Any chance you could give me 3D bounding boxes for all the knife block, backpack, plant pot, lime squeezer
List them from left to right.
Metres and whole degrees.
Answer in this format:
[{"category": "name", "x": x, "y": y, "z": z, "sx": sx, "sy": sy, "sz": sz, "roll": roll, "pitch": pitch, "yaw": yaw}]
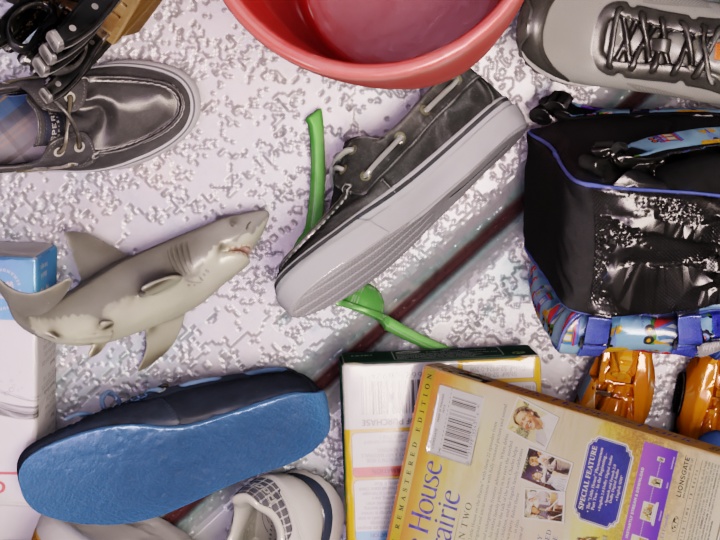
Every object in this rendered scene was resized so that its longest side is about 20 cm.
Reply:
[{"category": "knife block", "x": -0.137, "y": -0.193, "z": 0.994, "sx": 0.064, "sy": 0.176, "sz": 0.200, "roll": 38, "pitch": 97, "yaw": -6}, {"category": "lime squeezer", "x": 0.000, "y": 0.000, "z": 1.100, "sx": 0.071, "sy": 0.038, "sz": 0.201, "roll": -38, "pitch": 97, "yaw": -27}, {"category": "plant pot", "x": 0.019, "y": -0.191, "z": 0.978, "sx": 0.199, "sy": 0.177, "sz": 0.202, "roll": -1, "pitch": 84, "yaw": 8}, {"category": "backpack", "x": 0.206, "y": -0.028, "z": 1.021, "sx": 0.198, "sy": 0.183, "sz": 0.136, "roll": 0, "pitch": 106, "yaw": -6}]

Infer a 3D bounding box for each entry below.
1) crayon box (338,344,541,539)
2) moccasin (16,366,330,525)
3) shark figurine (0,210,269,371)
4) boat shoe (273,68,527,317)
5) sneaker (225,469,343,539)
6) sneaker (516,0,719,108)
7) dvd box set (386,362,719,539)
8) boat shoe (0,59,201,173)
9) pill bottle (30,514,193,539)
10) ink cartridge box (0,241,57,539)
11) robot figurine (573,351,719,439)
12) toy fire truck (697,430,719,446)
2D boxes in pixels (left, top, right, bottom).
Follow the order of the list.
[{"category": "crayon box", "x": 0.052, "y": 0.152, "z": 1.086, "sx": 0.125, "sy": 0.052, "sz": 0.202, "roll": -2, "pitch": 95, "yaw": -3}, {"category": "moccasin", "x": -0.119, "y": 0.111, "z": 1.083, "sx": 0.198, "sy": 0.068, "sz": 0.081, "roll": -9, "pitch": 114, "yaw": -14}, {"category": "shark figurine", "x": -0.169, "y": 0.004, "z": 1.053, "sx": 0.090, "sy": 0.214, "sz": 0.128, "roll": 52, "pitch": 127, "yaw": 21}, {"category": "boat shoe", "x": 0.013, "y": -0.052, "z": 1.060, "sx": 0.200, "sy": 0.072, "sz": 0.071, "roll": -40, "pitch": 78, "yaw": -19}, {"category": "sneaker", "x": -0.067, "y": 0.229, "z": 1.096, "sx": 0.076, "sy": 0.080, "sz": 0.202, "roll": 7, "pitch": 94, "yaw": 27}, {"category": "sneaker", "x": 0.186, "y": -0.138, "z": 1.024, "sx": 0.198, "sy": 0.079, "sz": 0.075, "roll": 6, "pitch": 99, "yaw": -21}, {"category": "dvd box set", "x": 0.113, "y": 0.150, "z": 0.997, "sx": 0.199, "sy": 0.029, "sz": 0.148, "roll": 15, "pitch": 97, "yaw": 27}, {"category": "boat shoe", "x": -0.200, "y": -0.093, "z": 1.065, "sx": 0.198, "sy": 0.066, "sz": 0.071, "roll": -3, "pitch": 99, "yaw": 1}, {"category": "pill bottle", "x": -0.181, "y": 0.257, "z": 1.093, "sx": 0.116, "sy": 0.116, "sz": 0.201, "roll": 21, "pitch": 99, "yaw": -3}, {"category": "ink cartridge box", "x": -0.256, "y": 0.084, "z": 1.092, "sx": 0.115, "sy": 0.067, "sz": 0.202, "roll": 1, "pitch": 98, "yaw": -1}, {"category": "robot figurine", "x": 0.187, "y": 0.138, "z": 1.102, "sx": 0.144, "sy": 0.058, "sz": 0.202, "roll": 8, "pitch": 98, "yaw": 0}, {"category": "toy fire truck", "x": 0.295, "y": 0.118, "z": 1.058, "sx": 0.167, "sy": 0.112, "sz": 0.201, "roll": 33, "pitch": 86, "yaw": -4}]
